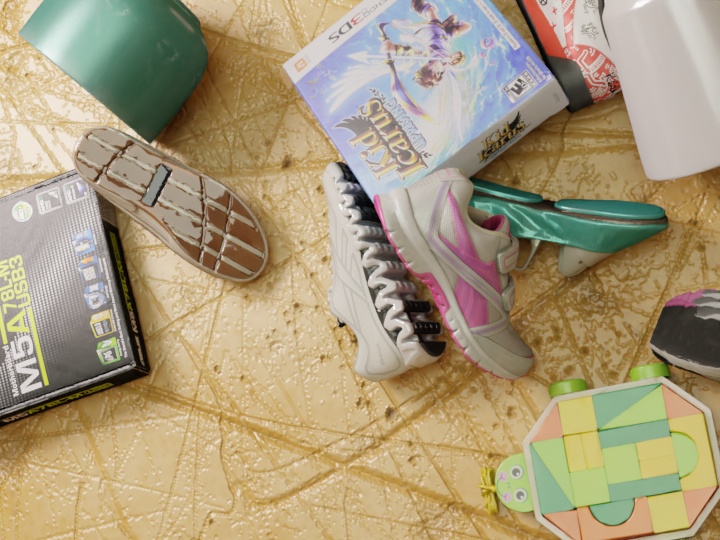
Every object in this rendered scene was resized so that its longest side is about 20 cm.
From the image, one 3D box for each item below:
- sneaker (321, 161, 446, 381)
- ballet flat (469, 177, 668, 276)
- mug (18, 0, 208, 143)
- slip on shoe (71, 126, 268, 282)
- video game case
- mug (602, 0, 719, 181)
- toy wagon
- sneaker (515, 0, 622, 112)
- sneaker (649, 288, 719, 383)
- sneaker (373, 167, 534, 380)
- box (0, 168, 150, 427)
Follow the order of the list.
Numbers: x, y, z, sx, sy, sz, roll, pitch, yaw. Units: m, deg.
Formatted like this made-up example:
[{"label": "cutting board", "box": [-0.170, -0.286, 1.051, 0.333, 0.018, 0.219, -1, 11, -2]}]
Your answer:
[{"label": "sneaker", "box": [0.000, 0.000, 1.219, 0.081, 0.075, 0.202, -31, 67, 27]}, {"label": "ballet flat", "box": [0.157, -0.032, 1.190, 0.198, 0.067, 0.071, 10, 105, 17]}, {"label": "mug", "box": [-0.222, -0.215, 1.276, 0.185, 0.152, 0.115, 40, 89, 19]}, {"label": "slip on shoe", "box": [-0.169, -0.059, 1.278, 0.199, 0.061, 0.077, 30, 86, -2]}, {"label": "video game case", "box": [0.050, -0.161, 1.218, 0.181, 0.045, 0.201, -38, 55, 6]}, {"label": "mug", "box": [0.268, -0.177, 1.124, 0.148, 0.187, 0.154, -22, 101, 26]}, {"label": "toy wagon", "box": [0.190, 0.164, 1.147, 0.198, 0.040, 0.157, -12, 76, 13]}, {"label": "sneaker", "box": [0.189, -0.243, 1.216, 0.107, 0.067, 0.203, -23, 75, 6]}, {"label": "sneaker", "box": [0.319, 0.082, 1.110, 0.199, 0.087, 0.080, 18, 54, 39]}, {"label": "sneaker", "box": [0.095, 0.002, 1.145, 0.088, 0.082, 0.201, -32, 115, 6]}, {"label": "box", "box": [-0.305, 0.029, 1.307, 0.191, 0.048, 0.202, -18, 74, 8]}]
